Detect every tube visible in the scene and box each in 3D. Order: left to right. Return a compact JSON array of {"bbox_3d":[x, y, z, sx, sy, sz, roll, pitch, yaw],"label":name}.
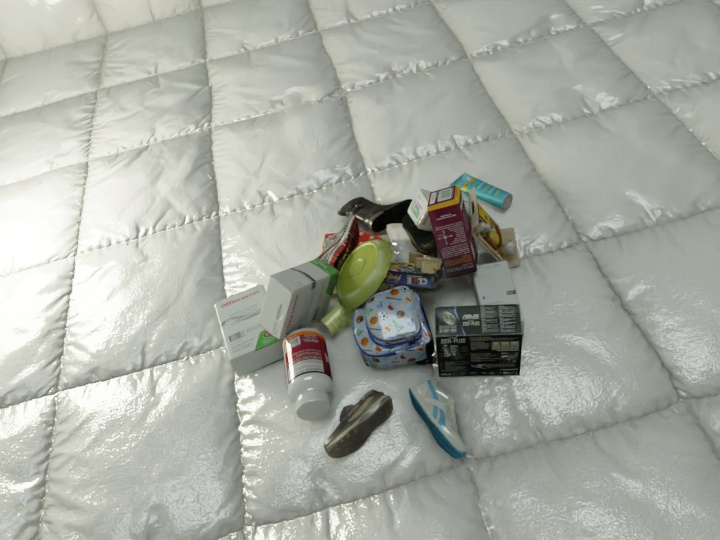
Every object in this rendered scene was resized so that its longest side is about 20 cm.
[{"bbox_3d":[-0.018,0.089,1.703,0.199,0.059,0.052,-39,60,-17],"label":"tube"},{"bbox_3d":[0.362,-0.239,1.934,0.077,0.051,0.198,-34,45,-28],"label":"tube"}]

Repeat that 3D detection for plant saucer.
[{"bbox_3d":[0.000,0.000,1.648,0.199,0.031,0.203,-38,32,28],"label":"plant saucer"}]

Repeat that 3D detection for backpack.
[{"bbox_3d":[0.074,0.144,1.590,0.186,0.155,0.203,-21,50,7],"label":"backpack"}]

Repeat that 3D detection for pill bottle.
[{"bbox_3d":[-0.125,0.250,1.554,0.110,0.114,0.203,-13,48,-1],"label":"pill bottle"}]

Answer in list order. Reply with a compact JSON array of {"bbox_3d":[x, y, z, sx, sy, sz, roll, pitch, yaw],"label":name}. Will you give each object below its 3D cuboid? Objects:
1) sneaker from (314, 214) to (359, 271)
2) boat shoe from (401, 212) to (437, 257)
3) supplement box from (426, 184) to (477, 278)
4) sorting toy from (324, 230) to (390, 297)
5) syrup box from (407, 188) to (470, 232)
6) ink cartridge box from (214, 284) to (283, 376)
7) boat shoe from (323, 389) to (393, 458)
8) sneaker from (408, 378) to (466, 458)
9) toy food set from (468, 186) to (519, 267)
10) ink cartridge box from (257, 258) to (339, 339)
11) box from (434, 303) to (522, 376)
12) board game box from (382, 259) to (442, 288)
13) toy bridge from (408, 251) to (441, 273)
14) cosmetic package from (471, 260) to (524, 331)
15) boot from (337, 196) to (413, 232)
[{"bbox_3d":[-0.063,-0.078,1.759,0.080,0.079,0.202,14,53,23],"label":"sneaker"},{"bbox_3d":[0.169,-0.095,1.825,0.074,0.075,0.202,-21,37,4],"label":"boat shoe"},{"bbox_3d":[0.238,-0.100,1.661,0.083,0.204,0.111,-12,22,17],"label":"supplement box"},{"bbox_3d":[-0.017,-0.031,1.808,0.193,0.071,0.204,-5,48,7],"label":"sorting toy"},{"bbox_3d":[0.235,-0.153,1.786,0.196,0.083,0.079,9,35,-31],"label":"syrup box"},{"bbox_3d":[-0.287,0.153,1.692,0.143,0.084,0.202,-21,49,-7],"label":"ink cartridge box"},{"bbox_3d":[-0.012,0.349,1.481,0.198,0.076,0.073,-33,40,-29],"label":"boat shoe"},{"bbox_3d":[0.185,0.326,1.449,0.079,0.078,0.201,-24,50,-13],"label":"sneaker"},{"bbox_3d":[0.359,-0.116,1.736,0.060,0.199,0.146,-27,39,31],"label":"toy food set"},{"bbox_3d":[-0.156,0.068,1.637,0.083,0.149,0.198,31,27,24],"label":"ink cartridge box"},{"bbox_3d":[0.274,0.166,1.511,0.194,0.166,0.088,-3,48,10],"label":"box"},{"bbox_3d":[0.136,0.006,1.688,0.132,0.036,0.200,6,10,16],"label":"board game box"},{"bbox_3d":[0.172,-0.019,1.650,0.065,0.028,0.200,3,9,-7],"label":"toy bridge"},{"bbox_3d":[0.345,0.077,1.637,0.099,0.075,0.203,-10,49,4],"label":"cosmetic package"},{"bbox_3d":[0.049,-0.189,1.936,0.197,0.071,0.173,-22,34,-29],"label":"boot"}]
